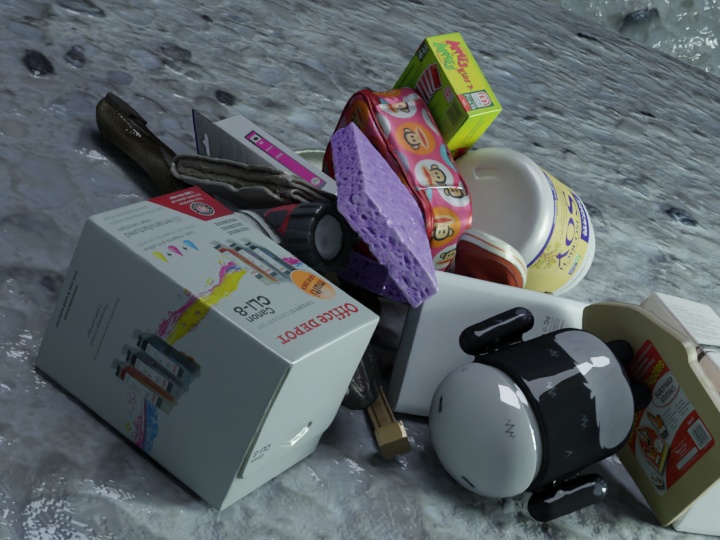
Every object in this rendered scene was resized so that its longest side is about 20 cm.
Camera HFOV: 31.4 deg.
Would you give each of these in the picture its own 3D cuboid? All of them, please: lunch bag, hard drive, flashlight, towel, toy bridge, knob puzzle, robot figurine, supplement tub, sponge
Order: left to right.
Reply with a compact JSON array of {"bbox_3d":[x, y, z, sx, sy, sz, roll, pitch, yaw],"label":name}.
[{"bbox_3d":[-0.096,-0.030,1.176,0.200,0.068,0.068,0,10,43],"label":"flashlight"},{"bbox_3d":[-0.086,-0.071,1.261,0.132,0.035,0.200,25,-7,-39],"label":"towel"},{"bbox_3d":[-0.001,0.081,1.140,0.027,0.067,0.200,-22,58,-3],"label":"toy bridge"},{"bbox_3d":[0.000,0.000,1.250,0.111,0.030,0.200,22,2,-42],"label":"sponge"},{"bbox_3d":[0.019,-0.056,1.140,0.112,0.030,0.200,51,12,-20],"label":"sponge"},{"bbox_3d":[0.031,-0.076,1.359,0.082,0.176,0.200,-8,58,-29],"label":"lunch bag"},{"bbox_3d":[0.127,0.079,1.199,0.200,0.132,0.027,12,6,-29],"label":"hard drive"},{"bbox_3d":[0.173,-0.045,1.425,0.145,0.146,0.200,40,10,28],"label":"supplement tub"},{"bbox_3d":[0.155,0.122,1.116,0.200,0.125,0.150,-17,40,-29],"label":"robot figurine"},{"bbox_3d":[0.266,0.111,1.161,0.030,0.220,0.220,-19,44,-22],"label":"knob puzzle"}]

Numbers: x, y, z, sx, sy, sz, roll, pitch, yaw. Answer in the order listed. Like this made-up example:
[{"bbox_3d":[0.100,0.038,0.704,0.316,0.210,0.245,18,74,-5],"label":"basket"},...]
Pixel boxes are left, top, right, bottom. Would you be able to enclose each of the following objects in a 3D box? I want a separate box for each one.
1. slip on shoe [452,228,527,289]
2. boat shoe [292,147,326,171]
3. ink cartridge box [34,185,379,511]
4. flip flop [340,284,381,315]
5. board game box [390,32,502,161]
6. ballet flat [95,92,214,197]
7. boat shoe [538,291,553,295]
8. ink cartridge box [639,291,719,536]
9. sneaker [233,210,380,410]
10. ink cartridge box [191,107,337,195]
[{"bbox_3d":[0.117,0.024,1.250,0.074,0.200,0.061,25,64,12],"label":"slip on shoe"},{"bbox_3d":[-0.007,-0.086,1.483,0.201,0.061,0.072,14,56,-22],"label":"boat shoe"},{"bbox_3d":[-0.117,0.055,0.993,0.200,0.145,0.145,35,26,17],"label":"ink cartridge box"},{"bbox_3d":[-0.052,0.023,1.222,0.200,0.058,0.081,0,35,-44],"label":"flip flop"},{"bbox_3d":[0.069,-0.156,1.396,0.048,0.200,0.102,-15,69,-32],"label":"board game box"},{"bbox_3d":[-0.223,-0.115,1.357,0.200,0.046,0.067,45,9,25],"label":"ballet flat"},{"bbox_3d":[0.188,0.051,1.378,0.200,0.072,0.072,23,24,-4],"label":"boat shoe"},{"bbox_3d":[0.326,0.138,1.253,0.084,0.146,0.200,12,28,-25],"label":"ink cartridge box"},{"bbox_3d":[-0.076,0.055,1.097,0.200,0.115,0.076,53,28,7],"label":"sneaker"},{"bbox_3d":[-0.099,-0.101,1.380,0.200,0.095,0.037,34,61,20],"label":"ink cartridge box"}]
